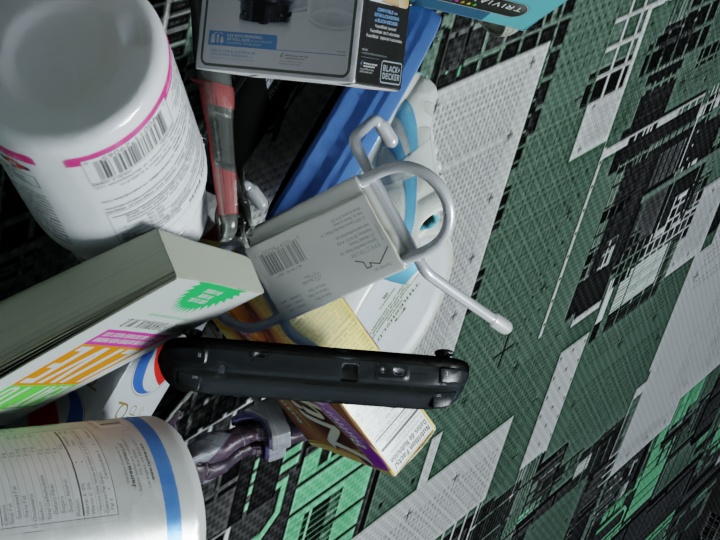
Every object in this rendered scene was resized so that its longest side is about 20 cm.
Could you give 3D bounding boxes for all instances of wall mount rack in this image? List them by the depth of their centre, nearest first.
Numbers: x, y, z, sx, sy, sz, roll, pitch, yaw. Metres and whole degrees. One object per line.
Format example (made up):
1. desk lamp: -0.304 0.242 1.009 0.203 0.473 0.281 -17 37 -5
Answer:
1. wall mount rack: 0.000 0.000 1.054 0.200 0.174 0.075 -24 -168 30

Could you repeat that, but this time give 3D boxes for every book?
1. book: -0.173 0.038 0.988 0.200 0.048 0.134 -27 166 15

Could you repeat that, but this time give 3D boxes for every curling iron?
1. curling iron: -0.093 -0.112 1.001 0.050 0.025 0.201 -169 -111 -79

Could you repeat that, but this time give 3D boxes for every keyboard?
1. keyboard: -0.070 -0.138 1.111 0.200 0.040 0.104 -58 161 -26

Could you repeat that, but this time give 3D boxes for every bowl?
1. bowl: -0.008 -0.108 1.161 0.201 0.039 0.201 -59 -175 8

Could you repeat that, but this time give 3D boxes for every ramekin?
1. ramekin: -0.005 0.015 1.341 0.202 0.094 0.203 -43 151 -31

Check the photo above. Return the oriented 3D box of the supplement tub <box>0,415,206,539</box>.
1. supplement tub: -0.210 0.163 0.999 0.199 0.132 0.132 -4 126 -31

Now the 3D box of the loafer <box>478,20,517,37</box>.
1. loafer: 0.092 -0.255 1.255 0.070 0.070 0.200 -44 144 -19

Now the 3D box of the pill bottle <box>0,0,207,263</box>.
1. pill bottle: -0.151 -0.075 0.927 0.113 0.113 0.200 -51 163 -16

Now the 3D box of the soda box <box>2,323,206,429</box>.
1. soda box: -0.181 0.079 1.118 0.200 0.064 0.068 -58 156 1

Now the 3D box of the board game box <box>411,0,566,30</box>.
1. board game box: 0.114 -0.243 1.121 0.151 0.047 0.200 7 159 -32

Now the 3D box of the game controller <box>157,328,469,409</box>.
1. game controller: -0.032 0.065 1.045 0.104 0.199 0.042 164 -68 -79

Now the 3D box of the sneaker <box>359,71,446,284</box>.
1. sneaker: 0.030 -0.073 1.261 0.077 0.081 0.200 -47 -161 50

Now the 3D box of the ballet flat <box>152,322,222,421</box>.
1. ballet flat: -0.172 0.118 1.179 0.066 0.057 0.200 36 84 -49

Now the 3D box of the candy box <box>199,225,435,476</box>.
1. candy box: -0.041 0.059 1.194 0.056 0.117 0.200 -46 121 -22

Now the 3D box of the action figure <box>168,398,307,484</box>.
1. action figure: -0.133 0.155 1.290 0.200 0.069 0.130 -25 153 -25

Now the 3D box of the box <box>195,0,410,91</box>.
1. box: -0.027 -0.212 0.944 0.060 0.116 0.201 -2 101 -60
